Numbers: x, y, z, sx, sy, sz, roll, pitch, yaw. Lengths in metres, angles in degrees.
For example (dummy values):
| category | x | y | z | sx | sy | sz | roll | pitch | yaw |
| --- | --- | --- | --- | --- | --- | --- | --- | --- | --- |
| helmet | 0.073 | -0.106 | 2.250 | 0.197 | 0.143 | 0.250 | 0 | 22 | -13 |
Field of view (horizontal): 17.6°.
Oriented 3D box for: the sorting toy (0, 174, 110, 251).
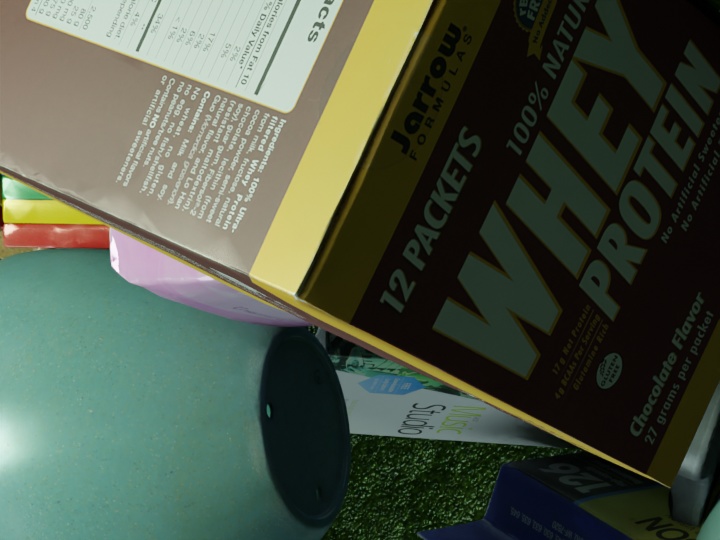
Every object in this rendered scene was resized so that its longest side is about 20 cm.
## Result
| category | x | y | z | sx | sy | sz | roll | pitch | yaw |
| --- | --- | --- | --- | --- | --- | --- | --- | --- | --- |
| sorting toy | -0.175 | -0.051 | 1.188 | 0.197 | 0.070 | 0.200 | 1 | -172 | 13 |

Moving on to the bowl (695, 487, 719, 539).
| category | x | y | z | sx | sy | sz | roll | pitch | yaw |
| --- | --- | --- | --- | --- | --- | --- | --- | --- | --- |
| bowl | 0.268 | 0.104 | 1.146 | 0.199 | 0.106 | 0.201 | 2 | -163 | -1 |

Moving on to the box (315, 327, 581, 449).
| category | x | y | z | sx | sy | sz | roll | pitch | yaw |
| --- | --- | --- | --- | --- | --- | --- | --- | --- | --- |
| box | 0.070 | 0.060 | 1.253 | 0.198 | 0.037 | 0.144 | 3 | 161 | -7 |

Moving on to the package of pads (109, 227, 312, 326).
| category | x | y | z | sx | sy | sz | roll | pitch | yaw |
| --- | --- | --- | --- | --- | --- | --- | --- | --- | --- |
| package of pads | 0.008 | -0.024 | 0.950 | 0.199 | 0.076 | 0.120 | -7 | 169 | 36 |

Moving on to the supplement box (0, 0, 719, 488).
| category | x | y | z | sx | sy | sz | roll | pitch | yaw |
| --- | --- | --- | --- | --- | --- | --- | --- | --- | --- |
| supplement box | 0.004 | -0.048 | 0.746 | 0.199 | 0.133 | 0.197 | 23 | 177 | 44 |

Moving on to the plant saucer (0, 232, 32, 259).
| category | x | y | z | sx | sy | sz | roll | pitch | yaw |
| --- | --- | --- | --- | --- | --- | --- | --- | --- | --- |
| plant saucer | -0.156 | -0.083 | 1.347 | 0.199 | 0.201 | 0.035 | 26 | 143 | -11 |

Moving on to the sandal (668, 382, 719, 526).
| category | x | y | z | sx | sy | sz | roll | pitch | yaw |
| --- | --- | --- | --- | --- | --- | --- | --- | --- | --- |
| sandal | 0.160 | 0.076 | 1.146 | 0.043 | 0.077 | 0.200 | 19 | 168 | 13 |

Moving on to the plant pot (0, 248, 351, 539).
| category | x | y | z | sx | sy | sz | roll | pitch | yaw |
| --- | --- | --- | --- | --- | --- | --- | --- | --- | --- |
| plant pot | -0.083 | 0.081 | 1.069 | 0.134 | 0.202 | 0.200 | -9 | 162 | 24 |

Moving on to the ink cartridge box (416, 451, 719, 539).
| category | x | y | z | sx | sy | sz | roll | pitch | yaw |
| --- | --- | --- | --- | --- | --- | --- | --- | --- | --- |
| ink cartridge box | 0.165 | 0.145 | 1.249 | 0.199 | 0.047 | 0.197 | -4 | -163 | -31 |
